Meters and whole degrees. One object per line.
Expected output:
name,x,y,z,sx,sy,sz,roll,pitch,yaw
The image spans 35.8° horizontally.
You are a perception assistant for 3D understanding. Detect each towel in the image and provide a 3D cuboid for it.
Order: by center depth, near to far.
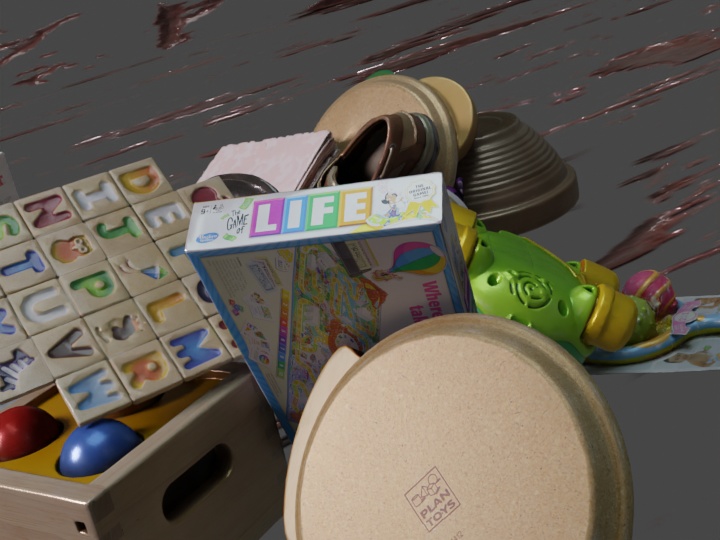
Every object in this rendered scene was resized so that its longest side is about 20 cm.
towel,-0.125,-0.054,1.125,0.199,0.032,0.192,0,54,50

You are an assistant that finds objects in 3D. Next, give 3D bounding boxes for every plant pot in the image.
plant pot,0.120,-0.104,1.152,0.198,0.094,0.201,-13,20,5

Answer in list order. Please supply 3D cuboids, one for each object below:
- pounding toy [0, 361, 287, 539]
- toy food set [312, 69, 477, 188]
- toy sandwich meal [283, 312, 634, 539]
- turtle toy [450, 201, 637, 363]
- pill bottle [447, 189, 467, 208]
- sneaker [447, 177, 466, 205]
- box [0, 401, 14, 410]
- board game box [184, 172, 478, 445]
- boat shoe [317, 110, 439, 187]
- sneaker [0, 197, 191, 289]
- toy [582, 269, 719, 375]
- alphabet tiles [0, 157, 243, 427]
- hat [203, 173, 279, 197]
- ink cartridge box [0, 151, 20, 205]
pounding toy,-0.157,0.105,0.707,0.182,0.144,0.200,1,24,34
toy food set,0.018,-0.102,1.111,0.196,0.202,0.048,11,-3,38
toy sandwich meal,0.047,0.117,0.561,0.203,0.208,0.070,1,-14,33
turtle toy,0.097,0.025,0.760,0.144,0.102,0.200,23,12,0
pill bottle,0.000,0.000,0.881,0.110,0.112,0.199,4,15,39
sneaker,0.008,-0.025,1.019,0.198,0.088,0.074,-17,20,-9
box,-0.286,0.084,0.858,0.121,0.048,0.200,35,23,5
board game box,-0.001,0.032,0.630,0.133,0.201,0.035,-5,51,12
boat shoe,-0.011,-0.074,1.043,0.071,0.201,0.076,8,38,-46
sneaker,-0.152,-0.005,0.730,0.198,0.072,0.083,-10,30,-21
toy,0.209,0.030,0.807,0.198,0.048,0.115,-1,23,29
alphabet tiles,-0.149,0.005,0.689,0.199,0.006,0.167,-22,60,-29
hat,-0.127,0.018,0.972,0.199,0.081,0.203,-14,57,23
ink cartridge box,-0.382,0.016,0.997,0.143,0.202,0.147,-4,23,24
